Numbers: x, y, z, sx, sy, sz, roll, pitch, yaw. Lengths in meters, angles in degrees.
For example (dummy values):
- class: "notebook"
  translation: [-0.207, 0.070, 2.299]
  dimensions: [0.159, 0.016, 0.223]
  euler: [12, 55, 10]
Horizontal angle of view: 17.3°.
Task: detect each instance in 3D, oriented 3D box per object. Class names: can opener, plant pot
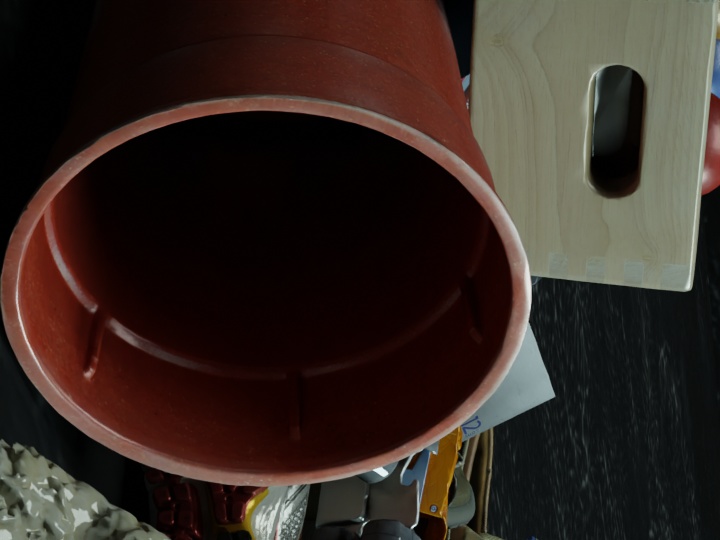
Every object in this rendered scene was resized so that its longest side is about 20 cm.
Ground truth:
- class: "can opener"
  translation: [-0.008, 0.119, 1.001]
  dimensions: [0.067, 0.053, 0.201]
  euler: [43, 46, -43]
- class: "plant pot"
  translation: [-0.036, -0.053, 0.951]
  dimensions: [0.196, 0.199, 0.202]
  euler: [-91, 166, -47]

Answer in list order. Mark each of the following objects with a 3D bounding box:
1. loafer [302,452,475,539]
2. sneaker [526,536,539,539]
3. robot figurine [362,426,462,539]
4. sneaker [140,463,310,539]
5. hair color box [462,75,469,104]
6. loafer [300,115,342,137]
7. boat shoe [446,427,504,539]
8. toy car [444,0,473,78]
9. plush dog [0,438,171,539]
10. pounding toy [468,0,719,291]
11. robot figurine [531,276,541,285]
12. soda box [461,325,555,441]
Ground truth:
- class: "loafer"
  translation: [0.015, 0.107, 1.269]
  dimensions: [0.200, 0.075, 0.070]
  euler: [-7, 96, -75]
- class: "sneaker"
  translation: [0.045, 0.194, 1.297]
  dimensions: [0.199, 0.075, 0.079]
  euler: [-7, 86, -55]
- class: "robot figurine"
  translation: [-0.001, 0.152, 1.112]
  dimensions: [0.145, 0.058, 0.202]
  euler: [177, -71, -86]
- class: "sneaker"
  translation: [-0.060, 0.111, 1.017]
  dimensions: [0.082, 0.077, 0.201]
  euler: [76, 23, -54]
- class: "hair color box"
  translation: [0.075, -0.100, 1.215]
  dimensions: [0.199, 0.099, 0.061]
  euler: [31, 94, -43]
- class: "loafer"
  translation: [0.000, 0.000, 1.142]
  dimensions: [0.201, 0.072, 0.071]
  euler: [63, 33, -47]
- class: "boat shoe"
  translation: [0.052, 0.171, 1.388]
  dimensions: [0.076, 0.073, 0.202]
  euler: [32, 53, -71]
- class: "toy car"
  translation: [0.016, -0.219, 1.101]
  dimensions: [0.200, 0.176, 0.185]
  euler: [-45, 134, -37]
- class: "plush dog"
  translation: [-0.091, 0.180, 0.766]
  dimensions: [0.172, 0.160, 0.201]
  euler: [-56, 144, -26]
- class: "pounding toy"
  translation: [0.124, -0.110, 1.010]
  dimensions: [0.185, 0.141, 0.201]
  euler: [-74, 167, -54]
- class: "robot figurine"
  translation: [0.059, -0.046, 1.397]
  dimensions: [0.200, 0.124, 0.152]
  euler: [36, 44, -71]
- class: "soda box"
  translation: [0.045, 0.005, 1.274]
  dimensions: [0.201, 0.068, 0.064]
  euler: [66, -2, -48]
